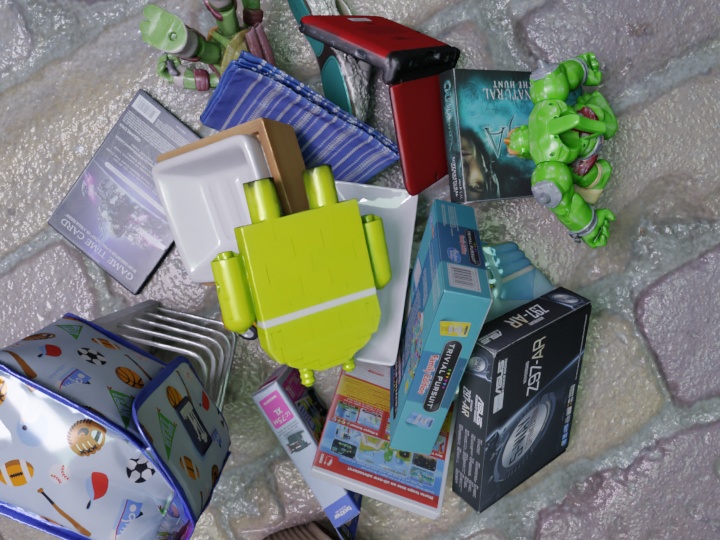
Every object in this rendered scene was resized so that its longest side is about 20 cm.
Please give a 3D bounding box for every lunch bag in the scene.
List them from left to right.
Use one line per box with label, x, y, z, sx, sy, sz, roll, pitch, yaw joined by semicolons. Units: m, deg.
lunch bag;-0.205;0.132;0.544;0.197;0.170;0.126;29;96;-4

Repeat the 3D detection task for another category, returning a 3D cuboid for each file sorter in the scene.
file sorter;-0.218;0.125;0.725;0.121;0.200;0.143;13;93;-3

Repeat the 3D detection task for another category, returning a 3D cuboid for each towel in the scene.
towel;-0.068;-0.144;0.706;0.197;0.144;0.024;27;64;-21

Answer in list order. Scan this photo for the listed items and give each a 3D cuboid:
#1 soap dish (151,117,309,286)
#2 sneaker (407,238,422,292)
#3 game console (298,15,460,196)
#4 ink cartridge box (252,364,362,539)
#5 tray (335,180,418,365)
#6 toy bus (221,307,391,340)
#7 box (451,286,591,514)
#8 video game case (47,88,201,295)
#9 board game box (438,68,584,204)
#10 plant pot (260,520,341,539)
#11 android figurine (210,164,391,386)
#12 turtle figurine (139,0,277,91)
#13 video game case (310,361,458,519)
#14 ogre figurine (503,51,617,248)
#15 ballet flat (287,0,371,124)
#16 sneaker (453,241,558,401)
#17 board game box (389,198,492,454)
soap dish;-0.131;-0.069;0.716;0.197;0.081;0.161;-5;107;43
sneaker;0.000;-0.028;0.777;0.195;0.075;0.083;19;80;-1
game console;0.034;-0.188;0.709;0.170;0.200;0.121;27;118;15
ink cartridge box;-0.046;0.206;0.758;0.041;0.119;0.203;-30;92;6
tray;0.000;0.000;0.715;0.104;0.022;0.205;8;67;4
toy bus;-0.059;0.046;0.756;0.195;0.066;0.079;12;136;6
box;0.171;0.137;0.707;0.158;0.043;0.205;-19;122;-34
video game case;-0.270;-0.095;0.804;0.142;0.019;0.202;38;94;1
board game box;0.176;-0.148;0.728;0.196;0.028;0.139;-9;94;-31
plant pot;-0.041;0.352;0.738;0.199;0.201;0.093;39;74;0
android figurine;-0.049;0.007;0.631;0.178;0.041;0.205;-18;100;-23
turtle figurine;-0.174;-0.270;0.707;0.140;0.194;0.205;-17;89;5
video game case;0.038;0.157;0.736;0.140;0.203;0.018;18;138;1
ogre figurine;0.216;-0.136;0.681;0.118;0.097;0.205;7;99;-43
ballet flat;-0.022;-0.254;0.766;0.070;0.072;0.204;-22;92;3
sneaker;0.130;0.047;0.753;0.199;0.080;0.132;-38;88;-21
board game box;0.073;0.057;0.665;0.046;0.153;0.204;10;125;-5
